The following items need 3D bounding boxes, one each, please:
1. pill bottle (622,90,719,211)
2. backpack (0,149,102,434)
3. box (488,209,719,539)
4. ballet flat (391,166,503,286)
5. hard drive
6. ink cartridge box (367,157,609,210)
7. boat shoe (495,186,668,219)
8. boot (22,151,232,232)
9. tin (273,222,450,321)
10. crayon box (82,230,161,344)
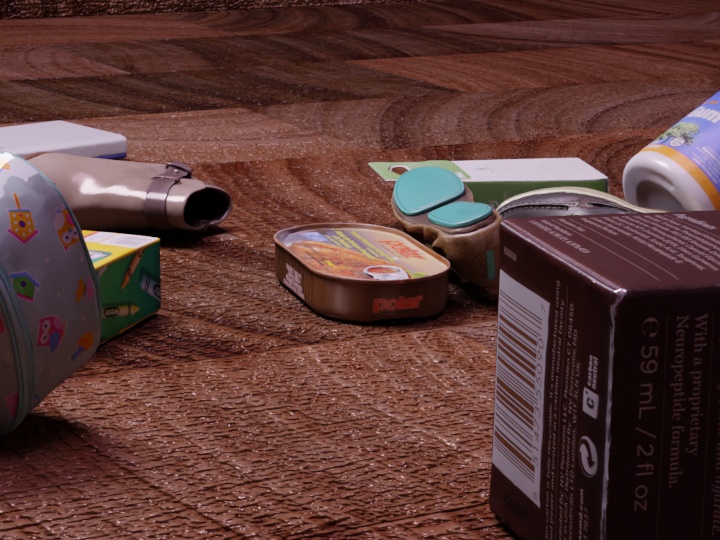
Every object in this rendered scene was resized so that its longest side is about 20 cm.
[{"bbox_3d":[0.325,-0.099,1.716,0.199,0.113,0.112,-37,29,-21],"label":"pill bottle"},{"bbox_3d":[-0.261,0.011,1.237,0.198,0.177,0.153,7,31,27],"label":"backpack"},{"bbox_3d":[0.185,0.064,1.054,0.198,0.168,0.164,-3,14,-16],"label":"box"},{"bbox_3d":[0.074,-0.029,1.647,0.067,0.073,0.200,-21,18,-11],"label":"ballet flat"},{"bbox_3d":[-0.360,-0.125,2.120,0.199,0.026,0.131,-11,18,-42],"label":"hard drive"},{"bbox_3d":[0.111,-0.061,1.813,0.198,0.060,0.104,-1,13,-8],"label":"ink cartridge box"},{"bbox_3d":[0.195,-0.024,1.636,0.199,0.072,0.066,10,10,17],"label":"boat shoe"},{"bbox_3d":[-0.210,-0.061,1.771,0.145,0.071,0.200,11,17,27],"label":"boot"},{"bbox_3d":[0.000,0.000,1.596,0.111,0.042,0.200,-7,15,-16],"label":"tin"},{"bbox_3d":[-0.234,0.018,1.451,0.118,0.059,0.200,5,14,19],"label":"crayon box"}]
